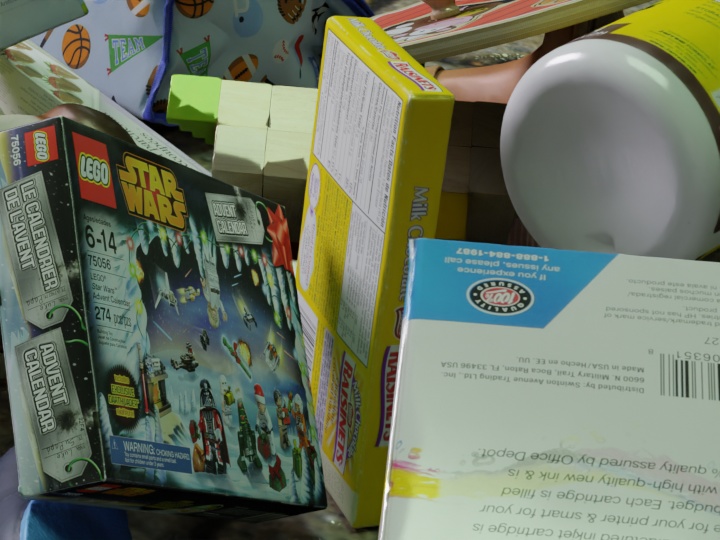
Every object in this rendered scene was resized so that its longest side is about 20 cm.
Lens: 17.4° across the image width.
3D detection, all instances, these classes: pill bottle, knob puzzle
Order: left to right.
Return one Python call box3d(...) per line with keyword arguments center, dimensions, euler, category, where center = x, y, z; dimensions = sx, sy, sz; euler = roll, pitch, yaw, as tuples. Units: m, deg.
box3d(center=(0.066, -0.133, 1.119), dimensions=(0.219, 0.031, 0.220), euler=(-14, 12, 3), category="knob puzzle")
box3d(center=(0.159, -0.073, 1.056), dimensions=(0.109, 0.110, 0.200), euler=(22, 32, 32), category="pill bottle")

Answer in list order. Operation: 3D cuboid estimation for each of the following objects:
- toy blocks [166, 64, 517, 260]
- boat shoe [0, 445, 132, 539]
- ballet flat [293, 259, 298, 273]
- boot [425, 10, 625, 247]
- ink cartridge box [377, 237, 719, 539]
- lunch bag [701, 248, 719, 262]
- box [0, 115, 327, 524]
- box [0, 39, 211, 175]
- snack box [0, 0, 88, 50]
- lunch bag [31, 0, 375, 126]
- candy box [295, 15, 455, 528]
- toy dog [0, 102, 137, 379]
box3d(center=(0.001, -0.038, 1.210), dimensions=(0.199, 0.137, 0.100), euler=(5, 67, -2), category="toy blocks")
box3d(center=(-0.121, 0.124, 0.893), dimensions=(0.069, 0.084, 0.200), euler=(-41, 10, 4), category="boat shoe")
box3d(center=(-0.049, 0.012, 1.146), dimensions=(0.199, 0.070, 0.069), euler=(18, 26, 13), category="ballet flat")
box3d(center=(0.060, -0.092, 1.259), dimensions=(0.155, 0.200, 0.077), euler=(20, 59, 15), category="boot")
box3d(center=(0.077, 0.112, 0.804), dimensions=(0.147, 0.145, 0.200), euler=(6, 43, 3), category="ink cartridge box")
box3d(center=(0.175, 0.043, 1.076), dimensions=(0.163, 0.118, 0.200), euler=(6, 30, 5), category="lunch bag")
box3d(center=(-0.077, 0.026, 0.937), dimensions=(0.040, 0.137, 0.200), euler=(-14, -13, 20), category="box")
box3d(center=(-0.152, -0.074, 1.291), dimensions=(0.200, 0.042, 0.039), euler=(36, 27, 25), category="box")
box3d(center=(-0.255, -0.112, 1.196), dimensions=(0.200, 0.053, 0.142), euler=(-26, 11, -23), category="snack box")
box3d(center=(-0.100, -0.163, 1.471), dimensions=(0.200, 0.124, 0.170), euler=(0, 21, -47), category="lunch bag")
box3d(center=(0.000, 0.000, 1.026), dimensions=(0.026, 0.201, 0.102), euler=(-3, 26, -23), category="candy box")
box3d(center=(-0.173, -0.006, 1.036), dimensions=(0.194, 0.140, 0.200), euler=(35, -23, -20), category="toy dog")
